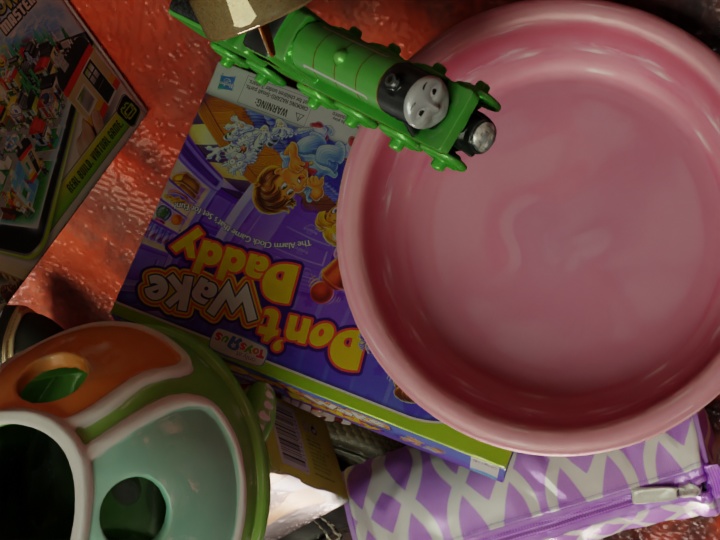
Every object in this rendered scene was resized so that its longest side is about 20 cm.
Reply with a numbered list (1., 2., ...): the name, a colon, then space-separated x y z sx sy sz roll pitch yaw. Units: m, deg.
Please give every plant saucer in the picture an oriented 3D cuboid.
1. plant saucer: 0.090 -0.018 0.858 0.199 0.202 0.051 16 177 12

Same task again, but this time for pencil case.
1. pencil case: 0.087 0.112 0.965 0.199 0.086 0.084 -19 126 9

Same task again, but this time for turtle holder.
1. turtle holder: -0.124 0.115 0.855 0.140 0.132 0.186 32 101 20

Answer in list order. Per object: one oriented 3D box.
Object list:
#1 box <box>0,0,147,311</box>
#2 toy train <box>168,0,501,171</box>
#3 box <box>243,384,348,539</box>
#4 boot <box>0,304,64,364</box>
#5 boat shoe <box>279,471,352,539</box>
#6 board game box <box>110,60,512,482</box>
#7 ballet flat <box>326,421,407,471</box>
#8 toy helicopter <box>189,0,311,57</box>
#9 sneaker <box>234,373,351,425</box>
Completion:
1. box: -0.182 -0.057 0.910 0.035 0.200 0.110 -18 119 35
2. toy train: -0.016 -0.093 0.846 0.056 0.042 0.200 32 179 -43
3. box: -0.109 0.130 0.964 0.199 0.050 0.075 -30 149 21
4. boot: -0.113 0.091 1.098 0.137 0.078 0.200 -4 139 22
5. boat shoe: -0.015 0.160 1.072 0.072 0.065 0.200 0 147 43
6. board game box: 0.000 0.000 0.919 0.199 0.135 0.045 20 168 7
7. ballet flat: 0.024 0.097 1.054 0.199 0.047 0.068 15 154 9
8. toy helicopter: -0.018 -0.130 0.776 0.132 0.200 0.079 -13 106 29
9. sneaker: -0.019 0.059 0.991 0.199 0.113 0.071 26 134 2
